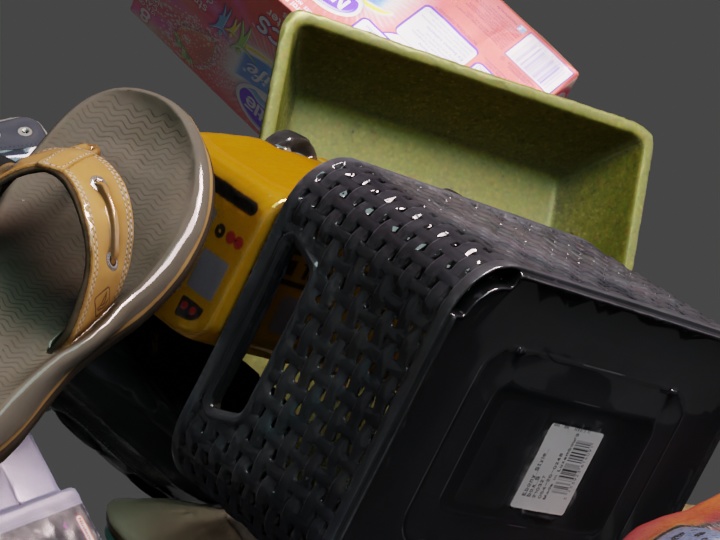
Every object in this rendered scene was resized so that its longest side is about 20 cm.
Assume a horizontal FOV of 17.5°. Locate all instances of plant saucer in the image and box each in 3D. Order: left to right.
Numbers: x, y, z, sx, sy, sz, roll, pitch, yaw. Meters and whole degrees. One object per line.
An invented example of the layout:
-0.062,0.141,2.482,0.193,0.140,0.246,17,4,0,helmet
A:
0.024,0.010,1.039,0.198,0.048,0.202,16,79,-28,plant saucer

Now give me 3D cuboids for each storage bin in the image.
0.043,0.053,0.888,0.094,0.136,0.199,34,12,40,storage bin

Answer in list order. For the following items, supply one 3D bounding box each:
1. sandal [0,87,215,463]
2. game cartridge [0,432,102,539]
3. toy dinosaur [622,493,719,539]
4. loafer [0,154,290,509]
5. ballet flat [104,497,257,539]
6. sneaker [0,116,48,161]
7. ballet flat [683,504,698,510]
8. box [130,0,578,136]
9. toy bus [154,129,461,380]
-0.115,-0.005,0.800,0.081,0.055,0.200,20,46,23,sandal
-0.113,0.151,0.763,0.129,0.038,0.201,-19,76,-47,game cartridge
0.097,0.139,0.889,0.180,0.106,0.201,5,42,-10,toy dinosaur
-0.113,0.028,0.901,0.200,0.070,0.068,43,40,-24,loafer
-0.009,0.140,0.907,0.200,0.070,0.069,42,35,1,ballet flat
-0.211,-0.060,0.943,0.145,0.077,0.203,-14,68,-35,sneaker
0.112,0.146,0.997,0.199,0.072,0.068,-23,94,-53,ballet flat
-0.006,-0.113,1.160,0.200,0.095,0.103,44,54,10,box
0.000,0.000,0.931,0.065,0.079,0.199,32,10,39,toy bus
